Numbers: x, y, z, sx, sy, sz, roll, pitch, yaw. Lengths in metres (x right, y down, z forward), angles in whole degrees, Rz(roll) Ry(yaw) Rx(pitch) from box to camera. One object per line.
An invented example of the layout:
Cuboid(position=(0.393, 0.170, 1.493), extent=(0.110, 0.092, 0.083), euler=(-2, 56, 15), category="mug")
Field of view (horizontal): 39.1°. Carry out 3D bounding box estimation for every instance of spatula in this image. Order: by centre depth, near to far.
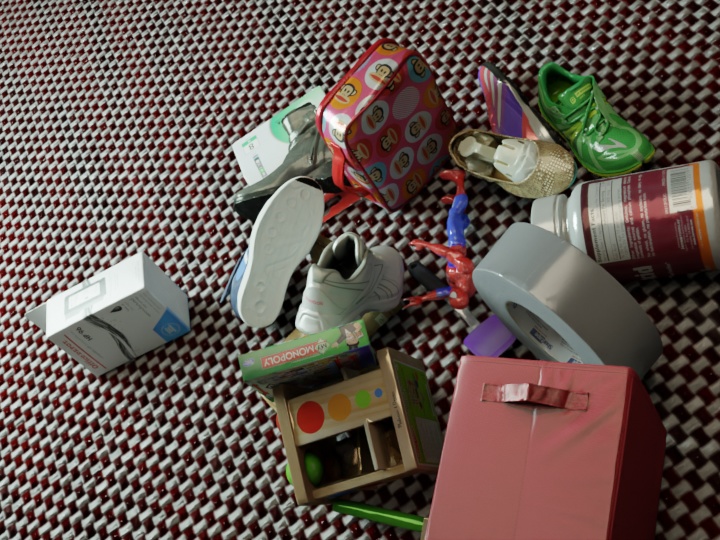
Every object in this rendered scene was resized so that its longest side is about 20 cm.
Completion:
Cuboid(position=(0.114, 0.041, 1.202), extent=(0.056, 0.021, 0.200), euler=(-38, 47, -7), category="spatula")

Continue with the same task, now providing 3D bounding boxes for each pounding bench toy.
Cuboid(position=(0.004, 0.208, 1.077), extent=(0.153, 0.124, 0.204), euler=(-20, 72, 17), category="pounding bench toy")

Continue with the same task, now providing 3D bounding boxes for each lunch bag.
Cuboid(position=(0.030, -0.168, 1.276), extent=(0.081, 0.201, 0.177), euler=(34, 77, 35), category="lunch bag")

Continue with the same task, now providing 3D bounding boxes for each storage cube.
Cuboid(position=(0.178, 0.200, 0.945), extent=(0.168, 0.200, 0.183), euler=(2, 65, 29), category="storage cube")

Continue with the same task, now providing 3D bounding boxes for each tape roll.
Cuboid(position=(0.207, 0.044, 1.029), extent=(0.066, 0.201, 0.199), euler=(-47, 49, -8), category="tape roll")

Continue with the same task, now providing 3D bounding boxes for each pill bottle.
Cuboid(position=(0.292, -0.046, 1.100), extent=(0.196, 0.114, 0.116), euler=(-9, 55, 24), category="pill bottle")

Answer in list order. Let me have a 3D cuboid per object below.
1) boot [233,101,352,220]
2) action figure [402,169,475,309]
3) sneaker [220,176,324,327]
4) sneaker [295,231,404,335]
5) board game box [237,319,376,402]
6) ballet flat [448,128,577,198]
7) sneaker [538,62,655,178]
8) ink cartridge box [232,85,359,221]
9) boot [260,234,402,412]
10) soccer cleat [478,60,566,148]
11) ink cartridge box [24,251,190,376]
Cuboid(position=(-0.089, -0.155, 1.389), extent=(0.196, 0.068, 0.133), euler=(-20, 62, 4), category="boot")
Cuboid(position=(0.090, -0.029, 1.215), extent=(0.097, 0.066, 0.202), euler=(-8, 46, 5), category="action figure")
Cuboid(position=(-0.114, -0.031, 1.302), extent=(0.146, 0.079, 0.204), euler=(-140, 70, -74), category="sneaker")
Cuboid(position=(0.000, 0.000, 1.141), extent=(0.077, 0.101, 0.200), euler=(16, 27, 20), category="sneaker")
Cuboid(position=(-0.051, 0.101, 1.098), extent=(0.132, 0.200, 0.030), euler=(-16, 76, 0), category="board game box")
Cuboid(position=(0.170, -0.130, 1.200), extent=(0.199, 0.064, 0.072), euler=(18, 90, 57), category="ballet flat")
Cuboid(position=(0.272, -0.183, 1.225), extent=(0.074, 0.084, 0.200), euler=(-39, 49, -1), category="sneaker")
Cuboid(position=(-0.085, -0.148, 1.428), extent=(0.159, 0.050, 0.202), euler=(-32, 47, 7), category="ink cartridge box")
Cuboid(position=(-0.066, 0.069, 1.257), extent=(0.200, 0.066, 0.175), euler=(-47, 49, -5), category="boot")
Cuboid(position=(0.187, -0.194, 1.297), extent=(0.073, 0.068, 0.202), euler=(-40, 47, 14), category="soccer cleat")
Cuboid(position=(-0.345, 0.070, 1.377), extent=(0.197, 0.116, 0.069), euler=(-26, 48, 12), category="ink cartridge box")
